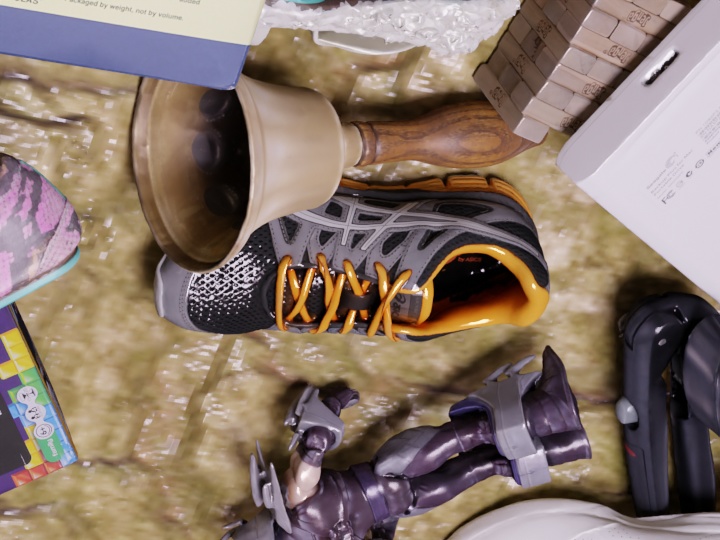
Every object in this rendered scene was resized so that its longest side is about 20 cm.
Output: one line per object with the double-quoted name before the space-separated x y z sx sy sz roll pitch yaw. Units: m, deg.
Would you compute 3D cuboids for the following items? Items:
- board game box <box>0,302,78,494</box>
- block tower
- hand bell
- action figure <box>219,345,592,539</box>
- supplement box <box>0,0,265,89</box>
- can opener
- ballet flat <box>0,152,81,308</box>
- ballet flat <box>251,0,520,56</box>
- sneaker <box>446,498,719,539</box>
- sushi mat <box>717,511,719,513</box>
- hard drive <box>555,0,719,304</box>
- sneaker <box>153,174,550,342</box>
"board game box" -0.238 0.034 1.065 0.165 0.057 0.200 -22 128 -6
"block tower" 0.133 -0.150 1.102 0.058 0.054 0.200 21 112 -32
"hand bell" 0.005 -0.061 1.105 0.199 0.104 0.104 -7 126 -35
"action figure" 0.019 0.108 1.222 0.199 0.069 0.130 -22 135 -4
"supplement box" -0.121 -0.195 0.836 0.199 0.134 0.200 7 119 -27
"can opener" 0.167 0.087 1.274 0.063 0.079 0.200 -12 138 -9
"ballet flat" -0.212 0.019 0.997 0.200 0.069 0.071 -36 110 -1
"ballet flat" -0.020 -0.124 1.050 0.199 0.072 0.072 5 120 -26
"sneaker" 0.133 0.174 1.268 0.199 0.089 0.075 -4 122 9
"sushi mat" 0.170 0.196 1.353 0.200 0.012 0.096 -37 137 15
"hard drive" 0.189 -0.060 1.166 0.132 0.026 0.200 -46 145 8
"sneaker" 0.000 0.000 1.132 0.199 0.077 0.078 -9 127 -16
